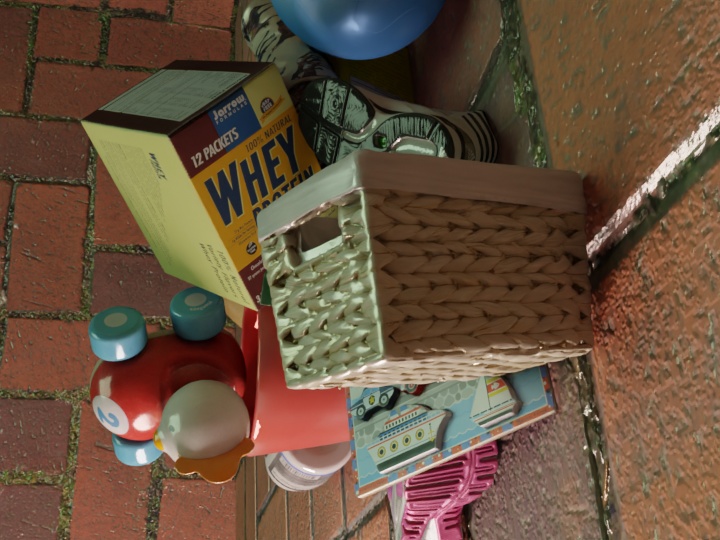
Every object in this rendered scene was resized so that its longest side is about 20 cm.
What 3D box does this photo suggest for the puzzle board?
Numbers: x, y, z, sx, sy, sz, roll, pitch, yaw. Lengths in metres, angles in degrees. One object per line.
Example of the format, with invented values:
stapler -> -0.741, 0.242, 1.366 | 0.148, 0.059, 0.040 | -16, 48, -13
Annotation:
puzzle board -> 0.059, 0.078, 0.743 | 0.199, 0.017, 0.153 | -32, 49, 33

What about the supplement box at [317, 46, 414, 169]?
supplement box -> -0.010, -0.176, 1.055 | 0.109, 0.108, 0.203 | -36, 48, 43

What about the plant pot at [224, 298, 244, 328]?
plant pot -> -0.093, 0.044, 1.352 | 0.200, 0.183, 0.190 | 39, 126, 56

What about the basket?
basket -> 0.048, 0.007, 0.611 | 0.135, 0.197, 0.126 | -24, 71, 52

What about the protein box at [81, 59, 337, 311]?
protein box -> -0.150, -0.096, 0.951 | 0.199, 0.135, 0.201 | 17, 138, 50

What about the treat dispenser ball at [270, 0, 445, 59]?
treat dispenser ball -> -0.002, -0.315, 0.920 | 0.201, 0.197, 0.205 | -177, 90, -77

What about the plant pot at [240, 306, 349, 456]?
plant pot -> -0.047, 0.116, 1.078 | 0.200, 0.174, 0.205 | -178, 90, -76

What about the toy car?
toy car -> -0.190, 0.155, 0.983 | 0.200, 0.174, 0.187 | -127, 30, -51

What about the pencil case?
pencil case -> -0.078, -0.224, 1.008 | 0.089, 0.077, 0.202 | -42, 43, 20

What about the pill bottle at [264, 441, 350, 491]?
pill bottle -> -0.078, 0.252, 1.325 | 0.200, 0.112, 0.116 | 122, 148, -64

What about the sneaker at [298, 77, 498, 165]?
sneaker -> 0.039, -0.122, 0.837 | 0.199, 0.114, 0.077 | 27, 112, 39

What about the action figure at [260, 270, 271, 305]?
action figure -> 0.019, -0.005, 0.832 | 0.119, 0.196, 0.055 | -71, -31, -43

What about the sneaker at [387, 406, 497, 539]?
sneaker -> 0.061, 0.173, 0.811 | 0.089, 0.080, 0.202 | -105, 22, -47
